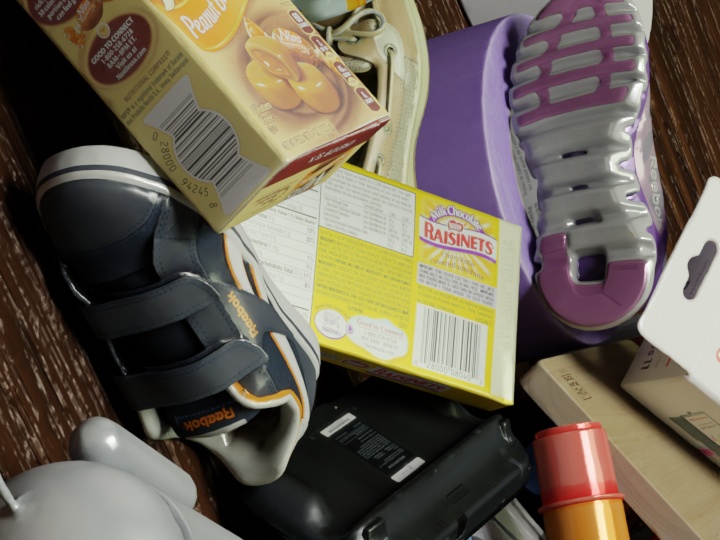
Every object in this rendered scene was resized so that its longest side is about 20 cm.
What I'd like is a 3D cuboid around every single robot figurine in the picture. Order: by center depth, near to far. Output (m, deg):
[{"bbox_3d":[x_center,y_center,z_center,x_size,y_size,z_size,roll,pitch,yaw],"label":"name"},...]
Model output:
[{"bbox_3d":[-0.095,0.146,1.035,0.200,0.113,0.170,38,40,-51],"label":"robot figurine"}]

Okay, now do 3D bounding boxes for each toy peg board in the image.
[{"bbox_3d":[0.164,0.149,1.467,0.199,0.098,0.200,47,16,13],"label":"toy peg board"}]

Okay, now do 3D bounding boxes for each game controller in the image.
[{"bbox_3d":[0.013,0.104,1.297,0.200,0.104,0.042,-29,139,-61],"label":"game controller"}]

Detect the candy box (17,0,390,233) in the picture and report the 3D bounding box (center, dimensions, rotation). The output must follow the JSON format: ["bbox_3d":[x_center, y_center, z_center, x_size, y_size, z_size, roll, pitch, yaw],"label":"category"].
[{"bbox_3d":[-0.088,-0.118,1.162,0.200,0.055,0.115,50,26,5],"label":"candy box"}]

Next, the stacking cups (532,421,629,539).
[{"bbox_3d":[0.126,0.181,1.343,0.060,0.060,0.201,17,61,-60],"label":"stacking cups"}]

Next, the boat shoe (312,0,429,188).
[{"bbox_3d":[-0.010,-0.084,1.371,0.063,0.073,0.201,16,72,-57],"label":"boat shoe"}]

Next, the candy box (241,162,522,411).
[{"bbox_3d":[0.000,0.000,1.305,0.200,0.026,0.102,19,63,-34],"label":"candy box"}]

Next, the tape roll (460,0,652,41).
[{"bbox_3d":[0.123,-0.225,1.698,0.202,0.071,0.203,37,47,-51],"label":"tape roll"}]

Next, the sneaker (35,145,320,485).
[{"bbox_3d":[-0.079,0.025,1.168,0.200,0.078,0.080,47,38,-42],"label":"sneaker"}]

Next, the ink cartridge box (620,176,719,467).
[{"bbox_3d":[0.230,0.050,1.466,0.200,0.067,0.117,39,66,-20],"label":"ink cartridge box"}]

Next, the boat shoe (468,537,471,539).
[{"bbox_3d":[0.054,0.202,1.328,0.069,0.084,0.201,9,71,-47],"label":"boat shoe"}]

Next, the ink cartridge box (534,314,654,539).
[{"bbox_3d":[0.221,0.120,1.598,0.084,0.175,0.201,-12,88,-64],"label":"ink cartridge box"}]

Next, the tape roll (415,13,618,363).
[{"bbox_3d":[0.082,-0.045,1.511,0.200,0.085,0.200,36,47,-52],"label":"tape roll"}]

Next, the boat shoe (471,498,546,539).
[{"bbox_3d":[0.105,0.191,1.449,0.200,0.073,0.065,59,35,-32],"label":"boat shoe"}]

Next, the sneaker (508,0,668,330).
[{"bbox_3d":[0.137,-0.060,1.457,0.088,0.080,0.201,21,64,-64],"label":"sneaker"}]

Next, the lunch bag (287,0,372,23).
[{"bbox_3d":[-0.028,-0.209,1.248,0.122,0.200,0.171,-13,88,-63],"label":"lunch bag"}]
